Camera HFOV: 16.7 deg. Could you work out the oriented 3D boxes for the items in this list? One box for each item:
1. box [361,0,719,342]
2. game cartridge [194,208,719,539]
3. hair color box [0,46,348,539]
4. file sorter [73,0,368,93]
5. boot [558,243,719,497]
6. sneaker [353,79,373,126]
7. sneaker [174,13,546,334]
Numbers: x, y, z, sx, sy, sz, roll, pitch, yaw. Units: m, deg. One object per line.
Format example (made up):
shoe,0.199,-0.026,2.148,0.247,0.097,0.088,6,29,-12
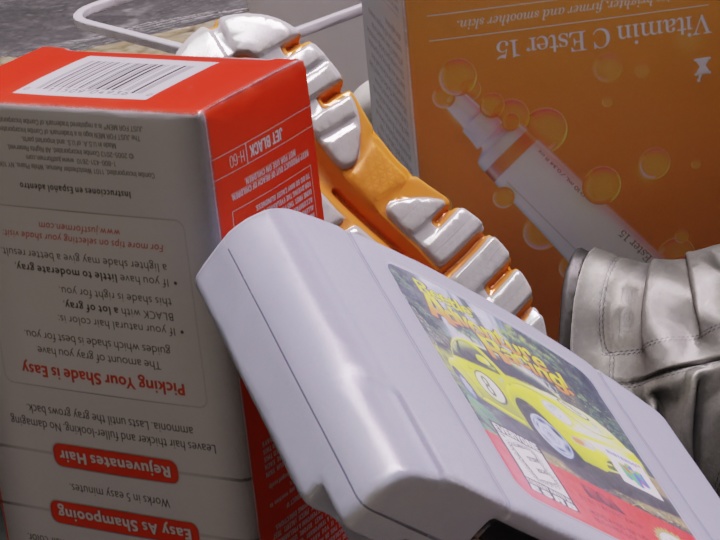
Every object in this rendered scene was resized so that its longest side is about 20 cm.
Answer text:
box,0.073,-0.045,0.951,0.124,0.201,0.098,-9,21,-7
game cartridge,0.045,0.055,0.710,0.200,0.041,0.133,28,17,-40
hair color box,-0.062,0.035,0.763,0.101,0.201,0.061,6,22,29
file sorter,-0.041,-0.075,1.082,0.124,0.201,0.139,-25,26,-33
boot,0.133,0.000,0.861,0.130,0.201,0.068,4,-21,17
sneaker,0.082,-0.052,1.060,0.200,0.075,0.085,20,40,-21
sneaker,0.000,0.000,0.887,0.078,0.200,0.077,-30,-9,-17
